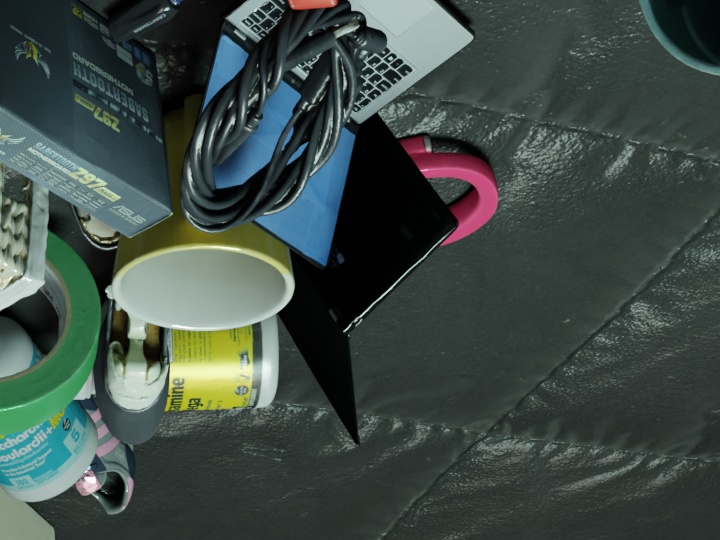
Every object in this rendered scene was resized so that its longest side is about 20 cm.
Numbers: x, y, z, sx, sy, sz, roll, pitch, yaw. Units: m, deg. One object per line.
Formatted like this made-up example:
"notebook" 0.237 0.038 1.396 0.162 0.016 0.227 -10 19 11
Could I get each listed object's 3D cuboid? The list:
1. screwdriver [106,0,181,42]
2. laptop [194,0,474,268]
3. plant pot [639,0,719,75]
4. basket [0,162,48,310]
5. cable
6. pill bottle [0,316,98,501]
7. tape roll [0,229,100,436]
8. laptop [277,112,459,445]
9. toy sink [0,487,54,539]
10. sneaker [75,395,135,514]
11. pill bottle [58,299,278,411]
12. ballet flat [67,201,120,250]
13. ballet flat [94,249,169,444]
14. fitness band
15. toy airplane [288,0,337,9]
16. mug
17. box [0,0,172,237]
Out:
"screwdriver" -0.110 -0.221 1.545 0.199 0.028 0.029 -21 118 23
"laptop" -0.019 -0.133 1.584 0.199 0.116 0.187 -35 142 18
"plant pot" 0.341 -0.214 1.539 0.199 0.202 0.196 -28 151 28
"basket" -0.365 -0.060 1.584 0.199 0.200 0.161 -27 140 27
"cable" -0.060 -0.108 1.472 0.200 0.051 0.163 -51 163 6
"pill bottle" -0.339 0.120 1.927 0.110 0.111 0.201 -19 131 15
"tape roll" -0.324 0.044 1.747 0.199 0.202 0.048 0 148 -14
"laptop" 0.000 0.000 1.709 0.200 0.188 0.116 -44 135 9
"toy sink" -0.421 0.316 2.218 0.111 0.131 0.200 -15 148 11
"sneaker" -0.287 0.180 2.082 0.070 0.083 0.200 -22 144 18
"pill bottle" -0.182 0.076 1.917 0.198 0.113 0.113 -1 147 -12
"ballet flat" -0.221 -0.082 1.700 0.072 0.074 0.201 -7 148 -3
"ballet flat" -0.201 0.060 1.809 0.072 0.202 0.073 6 -172 -1
"fitness band" 0.025 -0.061 1.832 0.198 0.038 0.144 -13 150 7
"toy airplane" -0.050 -0.301 1.362 0.199 0.141 0.200 34 113 -11
"mug" -0.119 -0.058 1.671 0.148 0.154 0.186 16 147 -30
"box" -0.226 -0.135 1.533 0.051 0.159 0.200 -26 144 26
